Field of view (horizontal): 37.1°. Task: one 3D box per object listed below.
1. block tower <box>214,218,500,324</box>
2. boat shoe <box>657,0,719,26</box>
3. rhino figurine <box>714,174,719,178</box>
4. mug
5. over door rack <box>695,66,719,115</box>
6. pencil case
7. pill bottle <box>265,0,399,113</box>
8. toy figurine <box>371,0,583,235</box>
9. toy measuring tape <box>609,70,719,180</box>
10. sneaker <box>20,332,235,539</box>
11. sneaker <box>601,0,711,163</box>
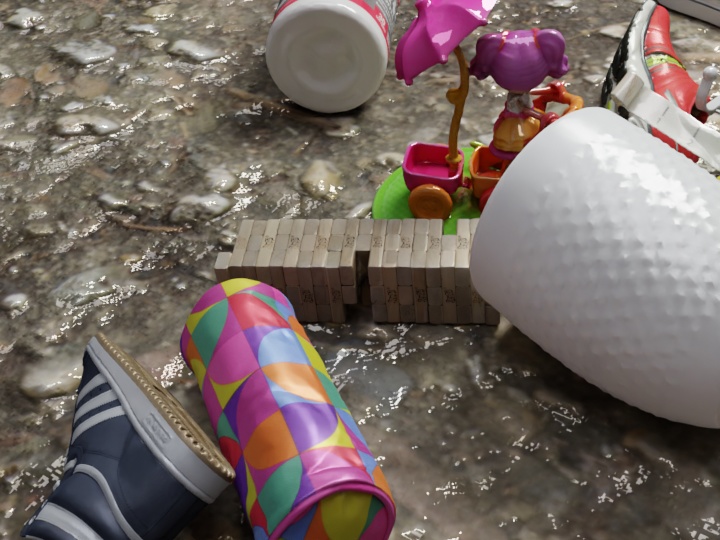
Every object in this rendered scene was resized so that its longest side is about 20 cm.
[{"bbox_3d":[0.000,0.000,0.763,0.197,0.055,0.058,-1,40,8],"label":"block tower"},{"bbox_3d":[0.360,-0.260,0.989,0.199,0.066,0.073,26,51,34],"label":"boat shoe"},{"bbox_3d":[0.312,-0.040,0.748,0.198,0.061,0.087,15,25,25],"label":"rhino figurine"},{"bbox_3d":[0.195,0.005,0.673,0.198,0.149,0.175,-4,36,-46],"label":"mug"},{"bbox_3d":[0.376,-0.147,0.830,0.198,0.067,0.147,-23,42,-35],"label":"over door rack"},{"bbox_3d":[-0.050,0.091,0.649,0.087,0.089,0.201,-19,40,-12],"label":"pencil case"},{"bbox_3d":[-0.020,-0.247,1.004,0.109,0.112,0.201,0,42,9],"label":"pill bottle"},{"bbox_3d":[0.098,-0.116,0.779,0.197,0.186,0.151,4,42,13],"label":"toy figurine"},{"bbox_3d":[0.246,-0.071,0.678,0.199,0.074,0.073,39,56,14],"label":"toy measuring tape"},{"bbox_3d":[-0.156,0.114,0.647,0.109,0.070,0.200,-49,31,-7],"label":"sneaker"},{"bbox_3d":[0.249,-0.147,0.890,0.084,0.077,0.202,16,48,-1],"label":"sneaker"}]
